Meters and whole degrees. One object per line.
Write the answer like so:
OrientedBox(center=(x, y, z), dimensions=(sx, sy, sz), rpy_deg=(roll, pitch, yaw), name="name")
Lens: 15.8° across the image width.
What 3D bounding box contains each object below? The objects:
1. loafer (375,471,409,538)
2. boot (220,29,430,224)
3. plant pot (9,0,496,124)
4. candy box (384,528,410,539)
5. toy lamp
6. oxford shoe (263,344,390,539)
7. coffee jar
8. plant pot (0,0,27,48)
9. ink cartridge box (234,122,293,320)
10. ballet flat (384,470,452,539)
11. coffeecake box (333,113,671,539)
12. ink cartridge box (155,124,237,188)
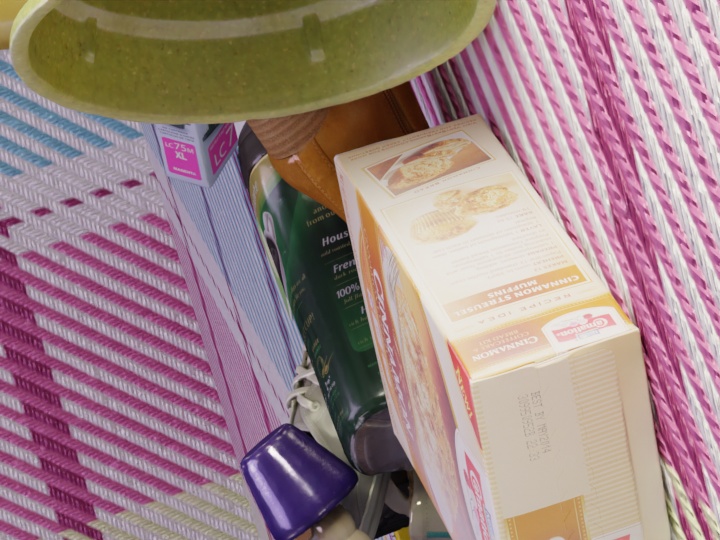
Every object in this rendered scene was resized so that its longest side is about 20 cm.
OrientedBox(center=(0.014, 0.126, 1.604), dimensions=(0.200, 0.073, 0.072), rpy_deg=(126, 124, -81), name="loafer")
OrientedBox(center=(0.000, -0.087, 1.245), dimensions=(0.144, 0.071, 0.202), rpy_deg=(49, -151, -18), name="boot")
OrientedBox(center=(-0.054, -0.182, 1.071), dimensions=(0.201, 0.199, 0.186), rpy_deg=(98, 165, -73), name="plant pot")
OrientedBox(center=(0.007, 0.108, 1.809), dimensions=(0.102, 0.026, 0.201), rpy_deg=(112, 140, -84), name="candy box")
OrientedBox(center=(0.011, 0.168, 1.369), dimensions=(0.200, 0.058, 0.058), rpy_deg=(51, 172, -1), name="toy lamp")
OrientedBox(center=(-0.011, 0.066, 1.443), dimensions=(0.075, 0.057, 0.201), rpy_deg=(-14, 59, 55), name="oxford shoe")
OrientedBox(center=(0.000, 0.000, 1.379), dimensions=(0.104, 0.085, 0.201), rpy_deg=(81, 169, -66), name="coffee jar")
OrientedBox(center=(-0.203, -0.247, 1.866), dimensions=(0.201, 0.188, 0.202), rpy_deg=(163, 90, -83), name="plant pot")
OrientedBox(center=(-0.044, -0.082, 1.610), dimensions=(0.104, 0.059, 0.201), rpy_deg=(-115, 11, -53), name="ink cartridge box")
OrientedBox(center=(0.024, 0.088, 1.485), dimensions=(0.200, 0.069, 0.070), rpy_deg=(-117, 12, -54), name="ballet flat")
OrientedBox(center=(0.061, 0.049, 1.095), dimensions=(0.200, 0.073, 0.154), rpy_deg=(-120, 16, -58), name="coffeecake box")
OrientedBox(center=(-0.098, -0.162, 1.661), dimensions=(0.201, 0.042, 0.120), rpy_deg=(79, -147, -50), name="ink cartridge box")
